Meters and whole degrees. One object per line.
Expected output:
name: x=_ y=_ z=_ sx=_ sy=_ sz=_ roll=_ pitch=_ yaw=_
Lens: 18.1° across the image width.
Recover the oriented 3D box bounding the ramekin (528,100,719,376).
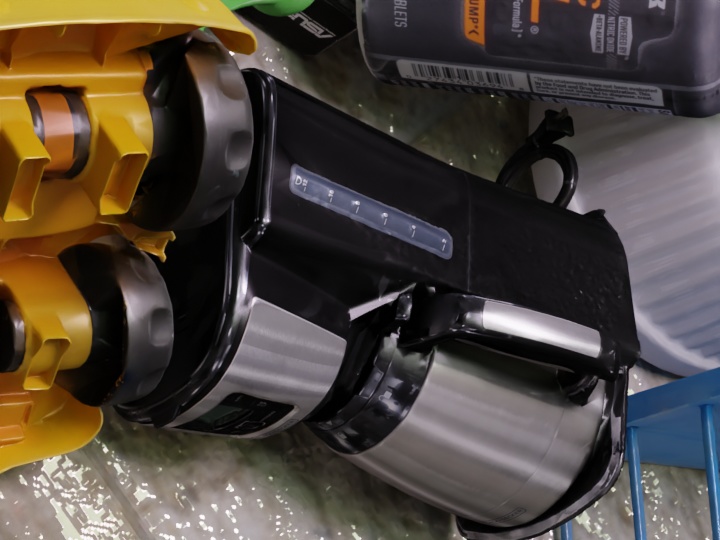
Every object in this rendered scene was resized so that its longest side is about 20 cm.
ramekin: x=0.185 y=-0.056 z=1.090 sx=0.200 sy=0.105 sz=0.201 roll=17 pitch=64 yaw=-38

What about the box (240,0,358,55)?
box: x=-0.060 y=-0.226 z=1.011 sx=0.200 sy=0.047 sz=0.194 roll=33 pitch=53 yaw=-25

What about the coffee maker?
coffee maker: x=0.000 y=0.000 z=0.929 sx=0.199 sy=0.135 sz=0.193 roll=23 pitch=35 yaw=-32

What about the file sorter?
file sorter: x=0.198 y=0.109 z=0.981 sx=0.138 sy=0.200 sz=0.123 roll=9 pitch=69 yaw=-37

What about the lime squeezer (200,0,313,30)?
lime squeezer: x=-0.034 y=-0.153 z=0.942 sx=0.071 sy=0.038 sz=0.201 roll=52 pitch=46 yaw=-39

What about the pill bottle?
pill bottle: x=0.106 y=-0.123 z=0.975 sx=0.106 sy=0.199 sz=0.107 roll=7 pitch=90 yaw=-75

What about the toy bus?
toy bus: x=-0.151 y=-0.051 z=0.804 sx=0.135 sy=0.201 sz=0.192 roll=-7 pitch=43 yaw=-38
